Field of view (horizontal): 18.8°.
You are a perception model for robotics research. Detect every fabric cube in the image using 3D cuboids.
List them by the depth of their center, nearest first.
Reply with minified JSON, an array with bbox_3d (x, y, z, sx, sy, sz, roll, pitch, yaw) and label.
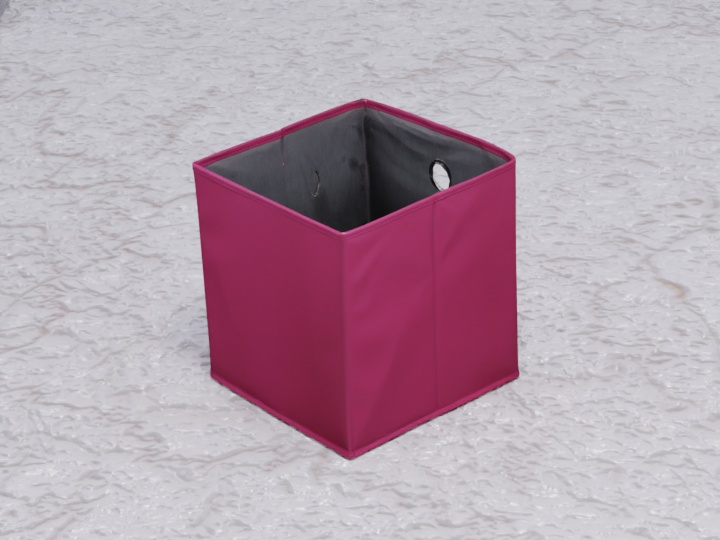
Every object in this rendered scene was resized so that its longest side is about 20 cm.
[{"bbox_3d":[0.000,0.000,1.781,0.199,0.201,0.196,-24,32,-35],"label":"fabric cube"}]

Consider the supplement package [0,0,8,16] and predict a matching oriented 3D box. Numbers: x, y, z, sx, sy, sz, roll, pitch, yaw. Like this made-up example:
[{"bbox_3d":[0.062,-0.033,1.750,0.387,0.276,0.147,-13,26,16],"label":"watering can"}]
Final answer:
[{"bbox_3d":[-0.498,-0.405,2.632,0.116,0.202,0.117,-2,26,1],"label":"supplement package"}]
